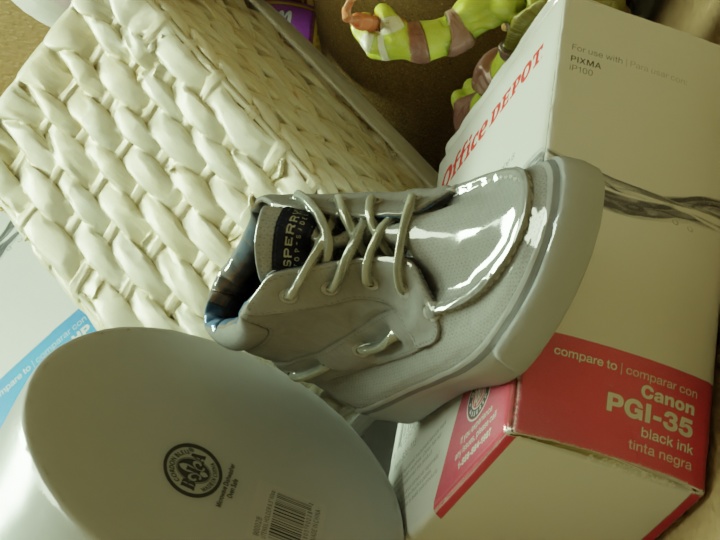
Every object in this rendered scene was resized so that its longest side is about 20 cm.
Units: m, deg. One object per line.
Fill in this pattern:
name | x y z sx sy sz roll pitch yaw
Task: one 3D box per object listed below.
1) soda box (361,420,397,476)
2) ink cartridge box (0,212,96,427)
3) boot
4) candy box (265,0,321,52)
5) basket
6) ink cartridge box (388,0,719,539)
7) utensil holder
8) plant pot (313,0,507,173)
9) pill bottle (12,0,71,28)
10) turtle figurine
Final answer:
soda box | -0.006 0.143 1.356 0.064 0.068 0.201 -121 50 -76
ink cartridge box | -0.131 0.038 1.359 0.084 0.145 0.200 -43 45 8
boot | 0.007 0.002 1.034 0.200 0.095 0.074 137 148 -60
candy box | -0.056 -0.128 1.417 0.056 0.116 0.201 -10 -70 -56
basket | -0.063 -0.028 1.267 0.136 0.123 0.200 -51 60 16
ink cartridge box | 0.078 0.016 1.121 0.147 0.083 0.200 126 158 -56
utensil holder | -0.095 0.146 1.117 0.170 0.170 0.200 -89 23 -55
plant pot | 0.050 -0.149 1.326 0.187 0.186 0.200 -90 10 -56
pill bottle | -0.092 -0.210 1.324 0.112 0.112 0.200 -94 26 -62
turtle figurine | 0.090 -0.107 1.196 0.065 0.200 0.161 60 168 24
